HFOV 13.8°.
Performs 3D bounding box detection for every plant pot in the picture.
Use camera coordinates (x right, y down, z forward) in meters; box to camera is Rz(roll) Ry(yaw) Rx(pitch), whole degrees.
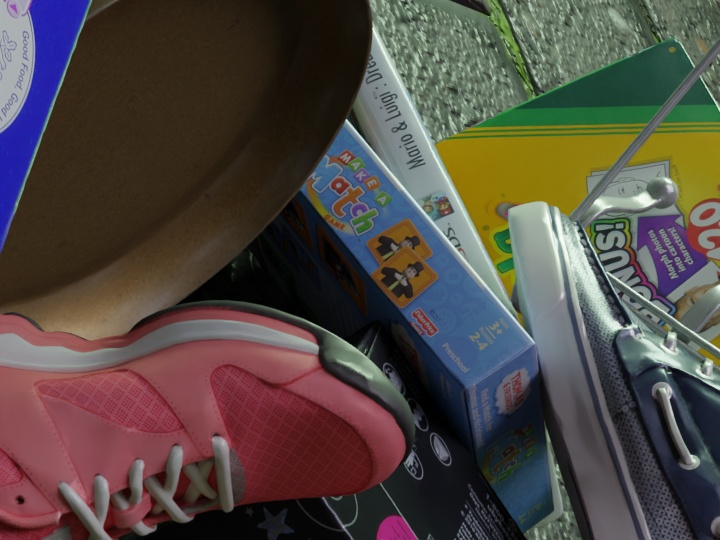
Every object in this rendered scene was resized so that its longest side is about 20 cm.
[{"bbox_3d":[-0.083,-0.041,1.002,0.028,0.200,0.200,50,18,24],"label":"plant pot"}]

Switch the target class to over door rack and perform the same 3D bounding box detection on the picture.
[{"bbox_3d":[0.172,-0.027,1.140,0.148,0.200,0.067,36,2,31],"label":"over door rack"}]

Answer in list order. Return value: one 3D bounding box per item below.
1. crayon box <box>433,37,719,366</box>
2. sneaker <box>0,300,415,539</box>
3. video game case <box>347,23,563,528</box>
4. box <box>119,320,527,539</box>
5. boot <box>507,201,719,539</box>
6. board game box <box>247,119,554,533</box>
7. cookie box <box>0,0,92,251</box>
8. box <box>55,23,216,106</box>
[{"bbox_3d":[0.119,0.011,1.216,0.058,0.119,0.200,69,-4,-54],"label":"crayon box"},{"bbox_3d":[-0.084,0.062,0.920,0.074,0.199,0.087,85,10,-50],"label":"sneaker"},{"bbox_3d":[0.032,-0.005,1.262,0.200,0.024,0.182,72,-6,-61],"label":"video game case"},{"bbox_3d":[0.002,0.144,1.054,0.200,0.115,0.132,57,22,-9],"label":"box"},{"bbox_3d":[0.116,0.056,1.079,0.073,0.090,0.200,77,-2,-63],"label":"boot"},{"bbox_3d":[0.000,0.000,1.149,0.200,0.037,0.151,52,-12,26],"label":"board game box"},{"bbox_3d":[-0.168,-0.050,0.778,0.075,0.200,0.172,45,44,-34],"label":"cookie box"},{"bbox_3d":[-0.165,-0.132,0.998,0.160,0.044,0.200,-29,89,-26],"label":"box"}]
